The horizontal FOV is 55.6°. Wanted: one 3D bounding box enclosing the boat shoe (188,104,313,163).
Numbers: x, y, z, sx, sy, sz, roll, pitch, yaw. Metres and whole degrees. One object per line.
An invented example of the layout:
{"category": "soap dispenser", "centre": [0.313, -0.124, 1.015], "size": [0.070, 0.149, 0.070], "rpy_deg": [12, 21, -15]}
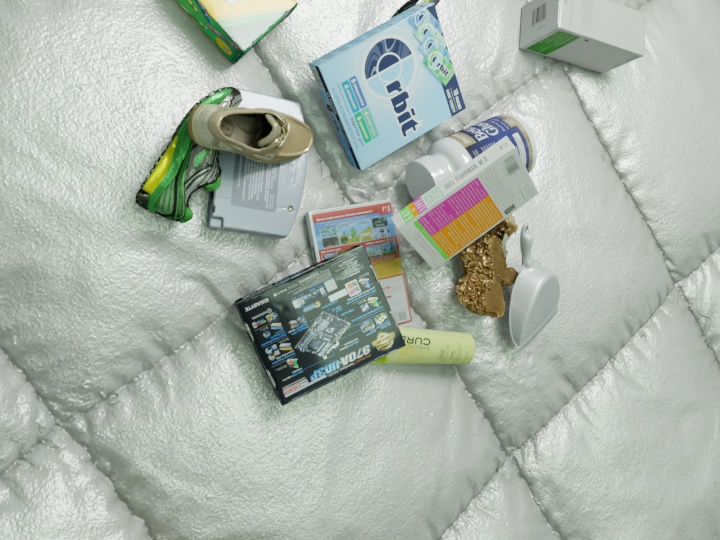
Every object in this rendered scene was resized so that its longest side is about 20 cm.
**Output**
{"category": "boat shoe", "centre": [-0.127, -0.179, 0.897], "size": [0.200, 0.065, 0.073], "rpy_deg": [-1, 100, -50]}

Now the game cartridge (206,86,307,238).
{"category": "game cartridge", "centre": [-0.143, -0.150, 0.974], "size": [0.133, 0.040, 0.201], "rpy_deg": [8, 83, -22]}

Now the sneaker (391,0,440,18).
{"category": "sneaker", "centre": [0.079, -0.356, 1.081], "size": [0.081, 0.074, 0.201], "rpy_deg": [33, 81, -27]}

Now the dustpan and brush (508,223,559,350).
{"category": "dustpan and brush", "centre": [0.283, 0.014, 1.130], "size": [0.139, 0.057, 0.201], "rpy_deg": [-36, 138, -36]}

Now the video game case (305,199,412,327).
{"category": "video game case", "centre": [0.000, 0.000, 1.042], "size": [0.142, 0.017, 0.201], "rpy_deg": [-11, 92, -26]}

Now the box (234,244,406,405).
{"category": "box", "centre": [-0.056, 0.074, 0.967], "size": [0.199, 0.046, 0.160], "rpy_deg": [-25, 98, -9]}

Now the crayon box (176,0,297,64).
{"category": "crayon box", "centre": [-0.199, -0.407, 0.950], "size": [0.200, 0.058, 0.119], "rpy_deg": [47, 69, -16]}

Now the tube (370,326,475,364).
{"category": "tube", "centre": [0.082, 0.118, 1.057], "size": [0.199, 0.052, 0.058], "rpy_deg": [7, 71, -24]}

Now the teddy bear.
{"category": "teddy bear", "centre": [0.203, -0.022, 1.121], "size": [0.145, 0.067, 0.201], "rpy_deg": [4, 84, -43]}

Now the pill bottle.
{"category": "pill bottle", "centre": [0.173, -0.168, 1.084], "size": [0.199, 0.111, 0.112], "rpy_deg": [-26, 98, -25]}

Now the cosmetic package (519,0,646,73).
{"category": "cosmetic package", "centre": [0.395, -0.426, 1.211], "size": [0.199, 0.108, 0.085], "rpy_deg": [8, 83, -24]}

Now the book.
{"category": "book", "centre": [0.158, -0.098, 1.016], "size": [0.200, 0.048, 0.134], "rpy_deg": [-34, 145, 11]}

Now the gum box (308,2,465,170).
{"category": "gum box", "centre": [0.045, -0.273, 1.015], "size": [0.200, 0.045, 0.170], "rpy_deg": [-32, 122, -11]}

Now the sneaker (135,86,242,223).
{"category": "sneaker", "centre": [-0.213, -0.155, 0.911], "size": [0.085, 0.078, 0.201], "rpy_deg": [31, 88, -14]}
